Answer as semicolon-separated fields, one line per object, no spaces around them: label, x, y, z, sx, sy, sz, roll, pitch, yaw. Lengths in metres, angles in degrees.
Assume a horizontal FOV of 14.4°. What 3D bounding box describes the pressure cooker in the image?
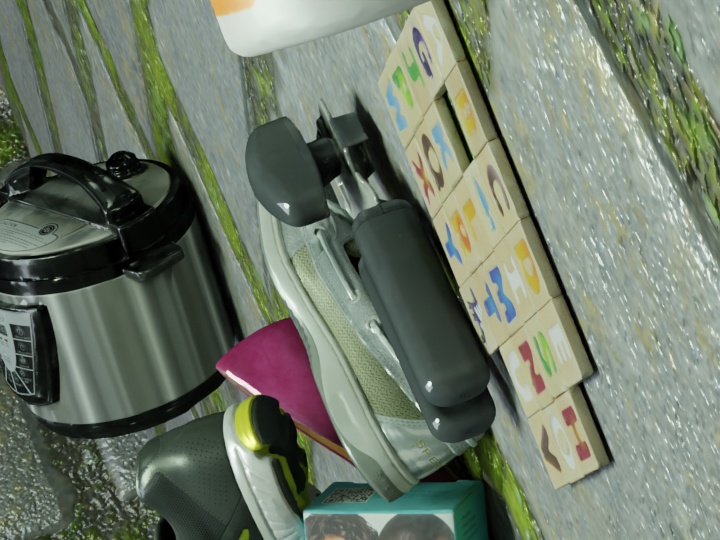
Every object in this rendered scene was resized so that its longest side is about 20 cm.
pressure cooker;-0.198;0.004;2.156;0.179;0.175;0.201;-76;-26;-62

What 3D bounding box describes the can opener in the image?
can opener;0.000;0.000;1.321;0.053;0.067;0.201;79;171;-48

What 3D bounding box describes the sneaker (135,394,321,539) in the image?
sneaker;-0.058;0.141;1.456;0.075;0.084;0.201;-87;-16;-49

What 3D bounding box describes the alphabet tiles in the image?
alphabet tiles;0.054;-0.007;1.183;0.167;0.008;0.201;124;126;-78

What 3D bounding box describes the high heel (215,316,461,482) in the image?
high heel;0.002;0.113;1.468;0.067;0.095;0.201;110;139;-76

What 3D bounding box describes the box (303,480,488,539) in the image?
box;0.026;0.208;1.422;0.049;0.082;0.201;-35;-60;-66

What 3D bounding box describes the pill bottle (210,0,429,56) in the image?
pill bottle;-0.022;-0.181;0.915;0.114;0.114;0.201;-158;48;-77

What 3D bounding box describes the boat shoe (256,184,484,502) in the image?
boat shoe;0.002;0.020;1.409;0.074;0.065;0.203;51;-166;-50
